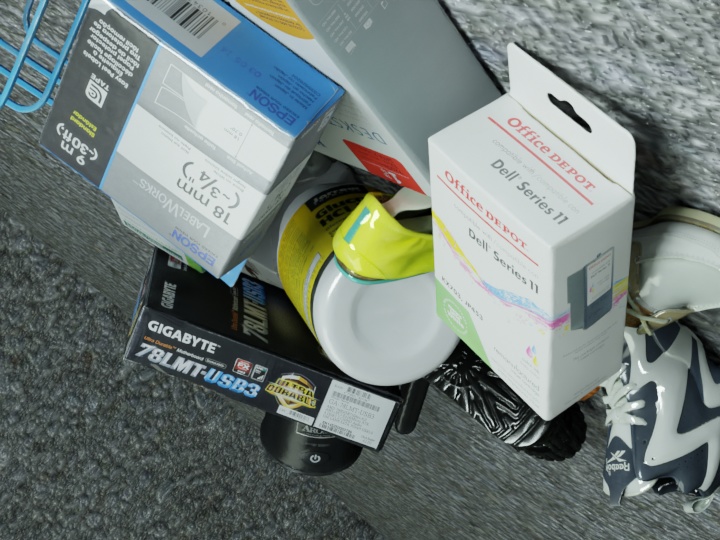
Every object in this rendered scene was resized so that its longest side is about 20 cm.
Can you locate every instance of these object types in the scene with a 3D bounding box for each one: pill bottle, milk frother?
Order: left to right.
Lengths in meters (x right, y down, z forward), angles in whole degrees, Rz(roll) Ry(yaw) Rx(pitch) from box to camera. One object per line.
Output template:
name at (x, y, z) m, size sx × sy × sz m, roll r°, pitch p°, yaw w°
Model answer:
milk frother at (-0.027, 0.084, 1.766) m, size 0.200 × 0.179 × 0.189 m, roll -117°, pitch 29°, yaw -44°
pill bottle at (0.000, 0.000, 1.200) m, size 0.112 × 0.113 × 0.200 m, roll 42°, pitch -177°, yaw -23°

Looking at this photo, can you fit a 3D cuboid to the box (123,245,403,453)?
box at (-0.074, 0.053, 1.219) m, size 0.197 × 0.050 × 0.200 m, roll 23°, pitch -169°, yaw -9°

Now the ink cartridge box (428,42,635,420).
ink cartridge box at (0.099, -0.021, 0.959) m, size 0.117 × 0.067 × 0.201 m, roll 44°, pitch 154°, yaw 36°

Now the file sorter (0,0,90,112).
file sorter at (-0.217, -0.185, 1.088) m, size 0.138 × 0.123 × 0.200 m, roll 33°, pitch -161°, yaw 16°

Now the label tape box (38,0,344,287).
label tape box at (-0.115, -0.071, 0.983) m, size 0.144 × 0.063 × 0.200 m, roll 36°, pitch 136°, yaw 3°

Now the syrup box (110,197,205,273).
syrup box at (-0.133, -0.075, 1.155) m, size 0.078 × 0.082 × 0.200 m, roll 30°, pitch 167°, yaw 8°

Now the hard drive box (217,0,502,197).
hard drive box at (-0.020, -0.147, 0.989) m, size 0.155 × 0.077 × 0.200 m, roll 25°, pitch 163°, yaw 46°

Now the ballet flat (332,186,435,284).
ballet flat at (0.068, -0.035, 1.076) m, size 0.199 × 0.067 × 0.067 m, roll -10°, pitch -137°, yaw -41°

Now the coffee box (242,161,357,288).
coffee box at (-0.037, -0.014, 1.443) m, size 0.079 × 0.115 × 0.200 m, roll 29°, pitch 167°, yaw 30°

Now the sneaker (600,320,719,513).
sneaker at (0.192, 0.098, 1.164) m, size 0.199 × 0.130 × 0.079 m, roll 36°, pitch 166°, yaw -10°

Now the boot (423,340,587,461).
boot at (0.116, 0.094, 1.502) m, size 0.211 × 0.079 × 0.158 m, roll 50°, pitch -171°, yaw 19°

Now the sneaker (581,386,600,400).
sneaker at (0.121, 0.015, 1.238) m, size 0.200 × 0.076 × 0.092 m, roll 50°, pitch 171°, yaw -23°

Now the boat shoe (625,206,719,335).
boat shoe at (0.182, 0.007, 1.010) m, size 0.075 × 0.069 × 0.200 m, roll 42°, pitch 166°, yaw -17°

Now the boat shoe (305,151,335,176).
boat shoe at (-0.108, -0.126, 1.276) m, size 0.199 × 0.069 × 0.075 m, roll 35°, pitch 176°, yaw 16°
